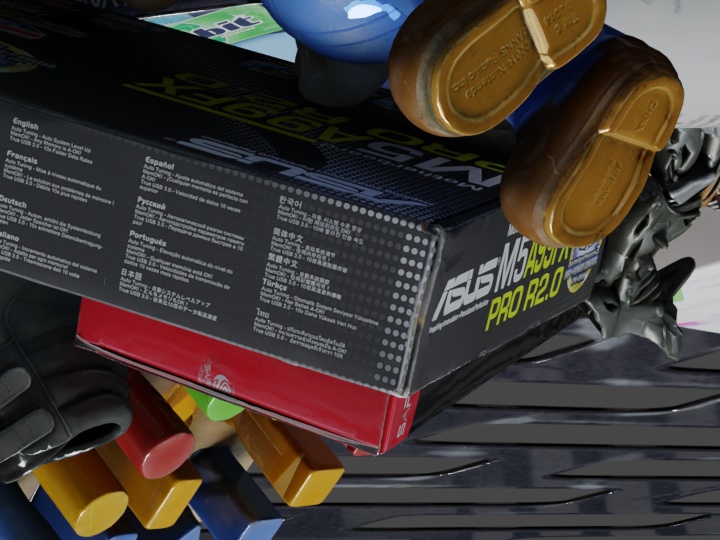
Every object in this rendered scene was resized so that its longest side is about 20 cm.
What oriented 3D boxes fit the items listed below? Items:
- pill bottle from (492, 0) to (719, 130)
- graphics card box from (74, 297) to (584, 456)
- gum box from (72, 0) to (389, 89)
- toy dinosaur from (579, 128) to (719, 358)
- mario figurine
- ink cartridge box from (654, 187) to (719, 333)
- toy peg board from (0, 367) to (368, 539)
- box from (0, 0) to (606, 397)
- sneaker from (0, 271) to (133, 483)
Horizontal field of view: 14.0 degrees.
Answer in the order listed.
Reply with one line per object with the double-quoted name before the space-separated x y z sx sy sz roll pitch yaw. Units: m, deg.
"pill bottle" 0.112 -0.096 0.798 0.199 0.115 0.114 -2 167 -21
"graphics card box" 0.000 0.000 1.069 0.125 0.051 0.200 18 -160 22
"gum box" -0.052 -0.076 0.972 0.169 0.045 0.200 -7 169 1
"toy dinosaur" 0.094 -0.060 0.997 0.199 0.102 0.136 16 119 -37
"mario figurine" -0.016 -0.069 0.704 0.106 0.124 0.200 -20 -141 -24
"ink cartridge box" 0.191 -0.017 1.319 0.117 0.068 0.199 -16 163 37
"toy peg board" -0.066 0.063 1.211 0.199 0.098 0.200 -1 132 -49
"box" -0.047 -0.028 0.770 0.199 0.045 0.160 17 -167 18
"sneaker" -0.153 0.025 1.021 0.199 0.100 0.071 3 154 -46
